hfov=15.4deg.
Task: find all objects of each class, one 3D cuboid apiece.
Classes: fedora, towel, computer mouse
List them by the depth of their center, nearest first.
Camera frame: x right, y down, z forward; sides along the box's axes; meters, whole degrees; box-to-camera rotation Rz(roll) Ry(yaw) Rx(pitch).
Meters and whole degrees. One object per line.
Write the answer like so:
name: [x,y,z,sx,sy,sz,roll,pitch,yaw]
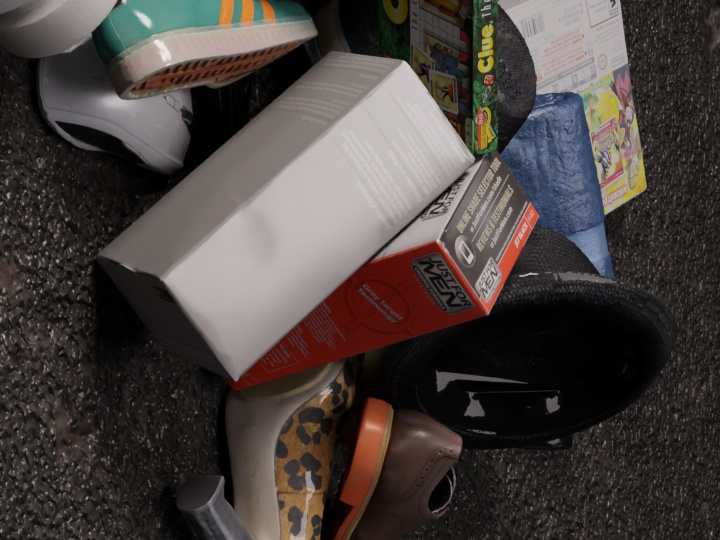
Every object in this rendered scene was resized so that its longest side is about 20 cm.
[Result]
computer mouse: [-0.118,-0.092,1.580,0.200,0.044,0.110,19,73,-56]
fedora: [0.097,0.031,1.678,0.201,0.200,0.092,41,26,-50]
fedora: [0.050,-0.134,1.713,0.200,0.092,0.201,38,28,-24]
towel: [0.123,-0.024,1.908,0.049,0.111,0.201,-135,-146,-75]

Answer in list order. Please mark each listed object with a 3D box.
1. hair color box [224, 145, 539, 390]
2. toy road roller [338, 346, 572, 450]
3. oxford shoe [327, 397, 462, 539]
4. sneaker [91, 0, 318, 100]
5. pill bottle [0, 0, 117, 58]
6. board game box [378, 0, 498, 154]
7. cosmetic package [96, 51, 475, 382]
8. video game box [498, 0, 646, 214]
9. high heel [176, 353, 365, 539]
hair color box: [0.000,0.000,1.607,0.061,0.199,0.102,54,40,-21]
toy road roller: [0.049,0.062,1.799,0.199,0.146,0.124,5,82,-20]
oxford shoe: [0.020,0.152,1.691,0.200,0.072,0.071,104,-2,-61]
sneaker: [-0.092,-0.152,1.545,0.200,0.071,0.080,-17,81,-63]
pill bottle: [-0.210,-0.200,1.376,0.200,0.109,0.110,45,51,-47]
board game box: [0.044,-0.177,1.554,0.023,0.105,0.201,-14,118,-26]
cosmetic package: [-0.045,-0.035,1.552,0.200,0.107,0.090,-44,114,-13]
video game box: [0.147,-0.123,2.008,0.200,0.047,0.183,-28,110,-55]
high heel: [-0.034,0.132,1.678,0.200,0.071,0.143,-52,132,-34]
